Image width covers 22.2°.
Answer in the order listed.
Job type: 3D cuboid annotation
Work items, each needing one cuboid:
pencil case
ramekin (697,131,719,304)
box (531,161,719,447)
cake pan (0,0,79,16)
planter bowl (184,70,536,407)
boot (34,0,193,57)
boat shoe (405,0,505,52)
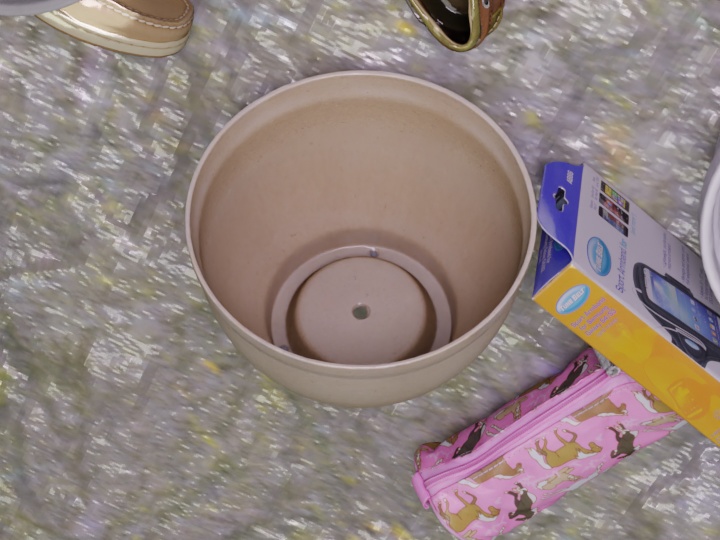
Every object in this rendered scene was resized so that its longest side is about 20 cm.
[{"bbox_3d":[0.127,0.103,1.182,0.200,0.083,0.087,-37,110,28],"label":"pencil case"},{"bbox_3d":[0.293,-0.047,1.045,0.200,0.105,0.200,4,123,7],"label":"ramekin"},{"bbox_3d":[0.175,0.020,1.100,0.200,0.119,0.041,36,121,-12],"label":"box"},{"bbox_3d":[-0.195,-0.236,0.976,0.200,0.037,0.201,7,119,13],"label":"cake pan"},{"bbox_3d":[0.000,0.000,1.093,0.200,0.200,0.135,9,150,5],"label":"planter bowl"},{"bbox_3d":[-0.158,-0.226,1.035,0.200,0.073,0.156,33,121,-4],"label":"boot"},{"bbox_3d":[0.028,-0.215,1.009,0.072,0.068,0.200,-22,114,24],"label":"boat shoe"}]
